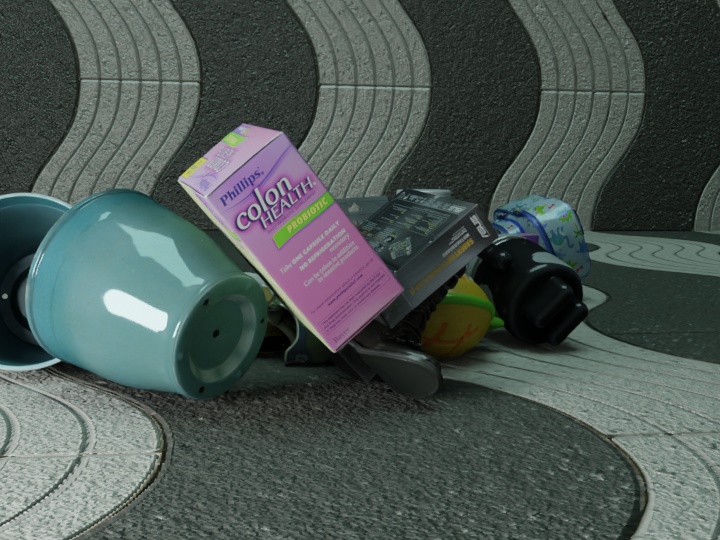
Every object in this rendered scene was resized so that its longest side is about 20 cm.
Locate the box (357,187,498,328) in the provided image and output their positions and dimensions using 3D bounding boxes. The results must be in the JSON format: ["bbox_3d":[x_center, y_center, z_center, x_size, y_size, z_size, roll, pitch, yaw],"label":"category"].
[{"bbox_3d":[0.045,-0.021,1.091,0.158,0.048,0.200,-41,21,-10],"label":"box"}]

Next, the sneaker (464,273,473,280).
[{"bbox_3d":[0.100,0.009,1.292,0.084,0.200,0.073,-27,40,23],"label":"sneaker"}]

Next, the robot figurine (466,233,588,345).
[{"bbox_3d":[0.229,0.027,1.337,0.124,0.151,0.200,-11,27,-20],"label":"robot figurine"}]

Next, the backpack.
[{"bbox_3d":[0.331,-0.040,1.795,0.146,0.184,0.200,-25,12,-14],"label":"backpack"}]

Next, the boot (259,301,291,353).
[{"bbox_3d":[-0.091,0.080,1.283,0.199,0.074,0.075,0,35,-45],"label":"boot"}]

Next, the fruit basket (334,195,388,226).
[{"bbox_3d":[0.000,0.000,1.312,0.093,0.201,0.185,-13,-1,31],"label":"fruit basket"}]

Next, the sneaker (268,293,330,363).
[{"bbox_3d":[-0.084,0.032,1.211,0.089,0.201,0.067,-14,-32,-14],"label":"sneaker"}]

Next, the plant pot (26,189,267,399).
[{"bbox_3d":[-0.207,0.039,0.996,0.187,0.201,0.200,23,18,31],"label":"plant pot"}]

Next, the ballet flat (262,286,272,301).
[{"bbox_3d":[-0.214,0.056,1.316,0.199,0.069,0.063,-3,49,-13],"label":"ballet flat"}]

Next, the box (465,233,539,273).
[{"bbox_3d":[0.187,0.015,1.460,0.199,0.138,0.039,-3,8,-32],"label":"box"}]

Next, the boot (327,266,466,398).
[{"bbox_3d":[0.061,0.047,1.059,0.174,0.069,0.200,-49,27,-20],"label":"boot"}]

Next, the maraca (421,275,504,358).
[{"bbox_3d":[0.109,0.061,1.223,0.136,0.108,0.200,-7,-17,23],"label":"maraca"}]

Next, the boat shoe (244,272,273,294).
[{"bbox_3d":[-0.130,0.042,1.527,0.199,0.072,0.069,9,30,13],"label":"boat shoe"}]

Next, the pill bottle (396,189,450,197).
[{"bbox_3d":[0.103,-0.032,1.574,0.119,0.201,0.120,1,7,0],"label":"pill bottle"}]

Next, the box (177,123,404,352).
[{"bbox_3d":[-0.075,-0.039,0.969,0.097,0.200,0.176,-42,20,-7],"label":"box"}]

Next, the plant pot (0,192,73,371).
[{"bbox_3d":[-0.392,0.026,1.156,0.199,0.201,0.188,0,-9,-9],"label":"plant pot"}]
